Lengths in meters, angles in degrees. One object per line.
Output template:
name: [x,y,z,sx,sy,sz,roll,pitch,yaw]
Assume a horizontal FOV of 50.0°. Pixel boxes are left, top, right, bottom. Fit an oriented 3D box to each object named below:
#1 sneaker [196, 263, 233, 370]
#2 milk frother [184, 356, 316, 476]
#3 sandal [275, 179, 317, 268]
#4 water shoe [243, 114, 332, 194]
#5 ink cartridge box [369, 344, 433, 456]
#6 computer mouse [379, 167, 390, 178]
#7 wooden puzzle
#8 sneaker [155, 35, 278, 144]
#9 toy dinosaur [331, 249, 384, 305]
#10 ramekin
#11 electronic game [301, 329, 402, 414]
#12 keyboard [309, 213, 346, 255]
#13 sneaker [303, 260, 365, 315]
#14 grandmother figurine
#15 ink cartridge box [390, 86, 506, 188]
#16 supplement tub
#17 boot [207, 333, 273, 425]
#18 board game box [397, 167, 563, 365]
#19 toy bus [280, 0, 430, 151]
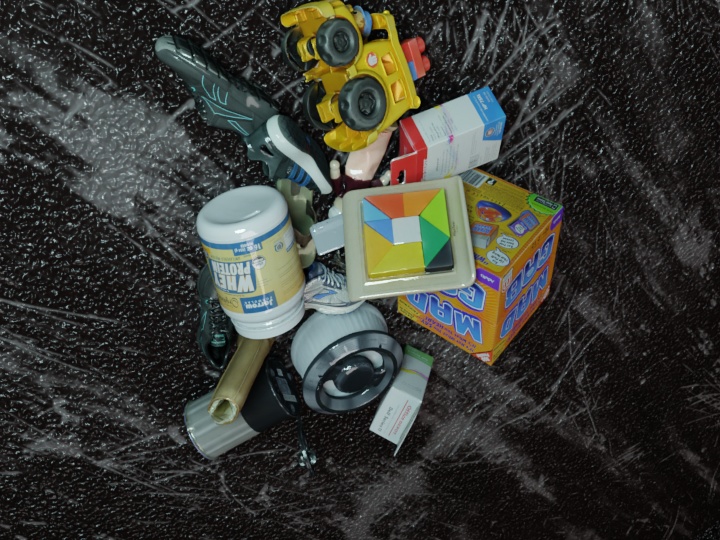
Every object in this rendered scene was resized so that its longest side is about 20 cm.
sneaker: [-0.236,0.076,1.303,0.073,0.080,0.204,-5,126,-19]
milk frother: [-0.190,0.298,1.405,0.185,0.203,0.181,-28,142,12]
sandal: [-0.104,-0.086,1.248,0.078,0.058,0.205,-14,128,-19]
water shoe: [-0.106,-0.165,1.143,0.077,0.073,0.200,-20,155,14]
ink cartridge box: [0.078,0.250,1.503,0.066,0.201,0.119,26,118,1]
computer mouse: [0.022,-0.085,1.333,0.057,0.034,0.204,8,116,-25]
wooden puzzle: [0.068,-0.053,1.171,0.195,0.189,0.037,-9,154,9]
sneaker: [-0.203,-0.242,1.060,0.198,0.076,0.079,30,113,-38]
toy dinosaur: [0.000,0.000,1.297,0.086,0.048,0.202,20,151,11]
ramekin: [-0.026,0.166,1.458,0.195,0.098,0.204,-13,130,-15]
electronic game: [-0.013,0.185,1.383,0.195,0.042,0.203,-17,136,-17]
keyboard: [0.017,-0.082,1.226,0.196,0.057,0.011,-22,154,-2]
sneaker: [-0.070,0.026,1.344,0.195,0.077,0.087,-6,124,-21]
grandmother figurine: [-0.001,-0.156,1.246,0.118,0.061,0.203,11,124,-21]
ink cartridge box: [0.126,-0.202,1.235,0.196,0.068,0.117,-22,155,-8]
supplement tub: [-0.164,-0.012,1.203,0.141,0.145,0.204,-18,121,-10]
boot: [-0.202,0.167,1.290,0.065,0.203,0.176,25,142,-4]
board game box: [0.194,-0.015,1.290,0.199,0.198,0.203,-42,146,-32]
toy bus: [0.006,-0.299,1.088,0.190,0.135,0.203,-34,116,-22]
